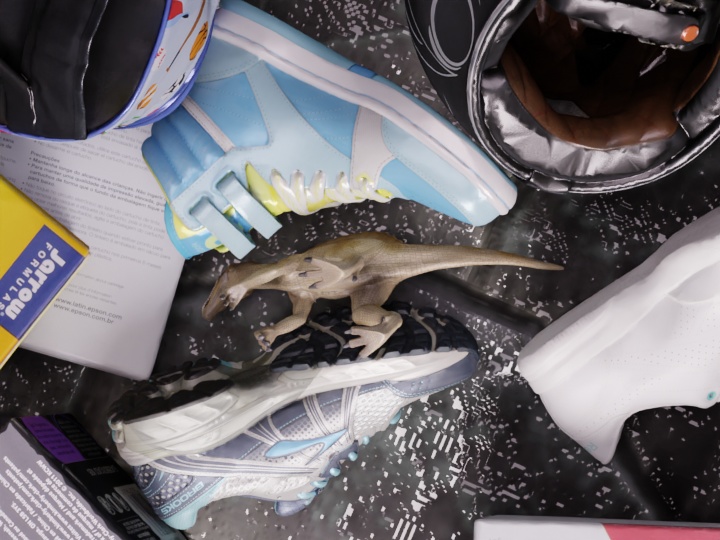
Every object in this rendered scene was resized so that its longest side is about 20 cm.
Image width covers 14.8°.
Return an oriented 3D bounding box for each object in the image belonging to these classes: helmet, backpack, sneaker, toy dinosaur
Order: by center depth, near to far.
[{"bbox_3d":[-0.149,-0.162,1.386,0.199,0.154,0.192,19,98,21],"label":"backpack"},{"bbox_3d":[0.113,-0.156,1.400,0.199,0.201,0.191,-17,42,8],"label":"helmet"},{"bbox_3d":[-0.025,-0.043,1.434,0.199,0.080,0.131,30,85,24],"label":"sneaker"},{"bbox_3d":[0.185,0.024,1.448,0.199,0.075,0.089,-34,95,12],"label":"sneaker"},{"bbox_3d":[0.000,0.000,1.459,0.199,0.101,0.059,-6,112,15],"label":"toy dinosaur"},{"bbox_3d":[-0.030,0.079,1.482,0.199,0.078,0.087,-16,112,2],"label":"sneaker"}]

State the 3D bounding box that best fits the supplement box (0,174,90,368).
[{"bbox_3d":[-0.248,-0.032,1.407,0.200,0.109,0.110,40,86,-9],"label":"supplement box"}]

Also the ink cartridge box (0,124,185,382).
[{"bbox_3d":[-0.180,-0.062,1.493,0.195,0.043,0.201,17,88,-9],"label":"ink cartridge box"}]

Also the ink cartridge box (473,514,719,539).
[{"bbox_3d":[0.130,0.230,1.432,0.145,0.083,0.201,1,87,9],"label":"ink cartridge box"}]

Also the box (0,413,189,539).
[{"bbox_3d":[-0.201,0.182,1.470,0.200,0.122,0.106,-45,82,5],"label":"box"}]
